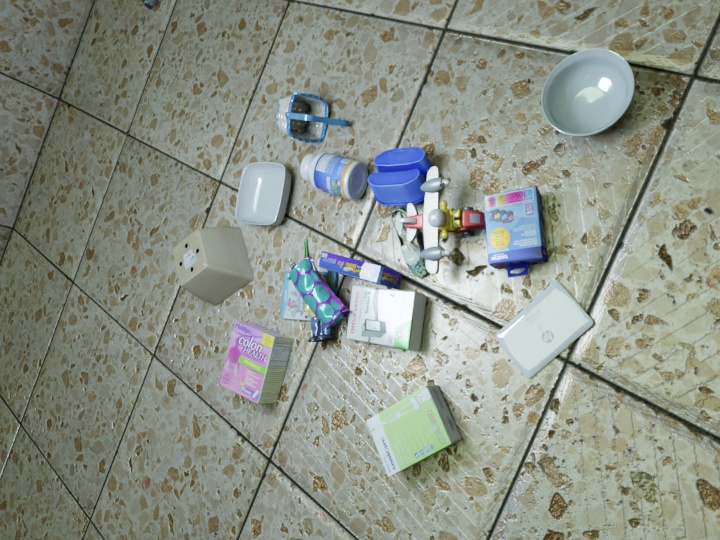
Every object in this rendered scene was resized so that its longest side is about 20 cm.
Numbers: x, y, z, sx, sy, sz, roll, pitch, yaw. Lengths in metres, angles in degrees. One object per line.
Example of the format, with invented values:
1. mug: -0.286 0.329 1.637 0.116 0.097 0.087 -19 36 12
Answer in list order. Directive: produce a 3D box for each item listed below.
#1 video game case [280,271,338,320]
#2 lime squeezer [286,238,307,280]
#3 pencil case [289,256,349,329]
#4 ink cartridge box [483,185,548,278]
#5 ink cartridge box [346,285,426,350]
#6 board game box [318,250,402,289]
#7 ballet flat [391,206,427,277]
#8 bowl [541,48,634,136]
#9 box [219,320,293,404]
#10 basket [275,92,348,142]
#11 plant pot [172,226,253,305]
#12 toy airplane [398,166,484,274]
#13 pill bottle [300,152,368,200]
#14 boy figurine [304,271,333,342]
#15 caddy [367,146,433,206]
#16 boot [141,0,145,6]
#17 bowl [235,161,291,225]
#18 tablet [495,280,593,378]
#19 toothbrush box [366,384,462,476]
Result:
1. video game case: -0.158 0.078 1.603 0.194 0.018 0.149 0 82 32
2. lime squeezer: -0.179 -0.010 1.589 0.037 0.071 0.203 -30 26 31
3. pencil case: -0.116 0.059 1.457 0.093 0.084 0.202 -45 75 29
4. ink cartridge box: 0.375 -0.085 1.271 0.133 0.076 0.208 -9 78 30
5. ink cartridge box: 0.067 0.126 1.416 0.194 0.083 0.151 4 83 32
6. board game box: 0.000 0.000 1.451 0.195 0.133 0.046 15 88 32
7. ballet flat: 0.127 -0.078 1.426 0.073 0.074 0.206 -27 68 24
8. bowl: 0.528 -0.394 1.221 0.195 0.090 0.209 -7 77 30
9. box: -0.321 0.281 1.622 0.172 0.096 0.207 15 89 32
10. basket: -0.154 -0.465 1.614 0.197 0.173 0.144 17 105 45
11. plant pot: -0.501 -0.028 1.742 0.197 0.175 0.205 -30 66 23
12. toy airplane: 0.186 -0.128 1.322 0.199 0.141 0.201 -45 77 12
13. pill bottle: -0.083 -0.286 1.566 0.196 0.111 0.116 20 92 33
14. boy figurine: -0.114 0.102 1.526 0.121 0.064 0.208 -9 79 33
15. caddy: 0.115 -0.251 1.446 0.194 0.105 0.145 2 59 32
16. boot: -0.897 -1.242 2.274 0.129 0.069 0.205 -28 79 21
17. bowl: -0.308 -0.244 1.721 0.194 0.074 0.207 8 86 32
18. tablet: 0.426 0.139 1.235 0.200 0.014 0.131 -46 62 17
19. toothbrush box: 0.133 0.402 1.327 0.198 0.085 0.149 -35 65 21
